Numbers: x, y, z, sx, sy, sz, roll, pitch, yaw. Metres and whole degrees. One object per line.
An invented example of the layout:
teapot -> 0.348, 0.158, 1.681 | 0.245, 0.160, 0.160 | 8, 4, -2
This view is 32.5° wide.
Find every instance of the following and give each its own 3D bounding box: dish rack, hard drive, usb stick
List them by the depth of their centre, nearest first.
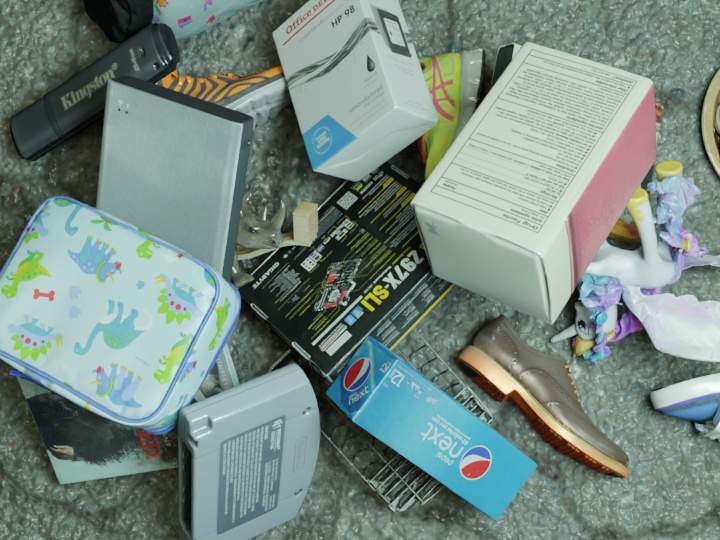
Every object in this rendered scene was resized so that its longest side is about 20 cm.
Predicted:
hard drive -> -0.173, -0.058, 1.108 | 0.139, 0.033, 0.201 | 20, 115, 20
usb stick -> -0.256, -0.169, 1.179 | 0.199, 0.033, 0.056 | -27, 66, 22
dish rack -> 0.023, 0.125, 1.200 | 0.153, 0.055, 0.200 | -43, 90, -6

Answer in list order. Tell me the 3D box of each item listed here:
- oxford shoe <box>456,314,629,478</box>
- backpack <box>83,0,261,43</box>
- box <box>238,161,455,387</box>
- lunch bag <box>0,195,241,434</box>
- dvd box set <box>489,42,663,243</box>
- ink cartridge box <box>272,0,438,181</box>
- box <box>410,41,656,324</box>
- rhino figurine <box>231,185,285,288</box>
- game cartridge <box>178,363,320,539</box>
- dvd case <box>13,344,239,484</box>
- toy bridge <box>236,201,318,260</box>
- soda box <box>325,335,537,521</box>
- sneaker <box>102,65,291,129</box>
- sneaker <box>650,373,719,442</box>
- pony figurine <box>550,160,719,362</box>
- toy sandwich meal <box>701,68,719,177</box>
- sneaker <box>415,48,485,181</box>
oxford shoe -> 0.192, 0.124, 1.203 | 0.200, 0.071, 0.073 | 40, 77, 2
backpack -> -0.165, -0.307, 1.188 | 0.199, 0.167, 0.127 | -29, 76, -22
box -> 0.000, 0.000, 1.169 | 0.200, 0.049, 0.160 | -45, 50, -8
lunch bag -> -0.218, 0.040, 1.064 | 0.199, 0.082, 0.162 | 25, 83, 15
dvd box set -> 0.207, -0.122, 1.208 | 0.199, 0.029, 0.147 | 16, 81, -30
ink cartridge box -> -0.013, -0.202, 1.175 | 0.116, 0.066, 0.201 | -34, 62, 35
box -> 0.154, -0.078, 1.060 | 0.127, 0.109, 0.200 | 24, 65, 28
rhino figurine -> -0.143, -0.018, 1.161 | 0.199, 0.060, 0.088 | -30, 88, 33
game cartridge -> -0.100, 0.172, 1.116 | 0.133, 0.201, 0.042 | -24, 51, -30
dvd case -> -0.208, 0.122, 1.141 | 0.198, 0.022, 0.147 | -9, 116, 8
toy bridge -> -0.138, -0.046, 1.198 | 0.199, 0.027, 0.068 | 9, 123, 15
soda box -> 0.066, 0.144, 1.117 | 0.200, 0.064, 0.068 | 38, 88, -30
sneaker -> -0.162, -0.182, 1.210 | 0.199, 0.078, 0.113 | -25, 77, -15
sneaker -> 0.389, 0.172, 1.204 | 0.198, 0.081, 0.148 | -5, 80, -10
pony figurine -> 0.271, -0.001, 1.172 | 0.192, 0.167, 0.201 | -5, 124, 11
toy sandwich meal -> 0.447, -0.156, 1.251 | 0.203, 0.070, 0.207 | 0, 83, -4
sneaker -> 0.072, -0.142, 1.197 | 0.090, 0.079, 0.201 | 4, 42, 7
